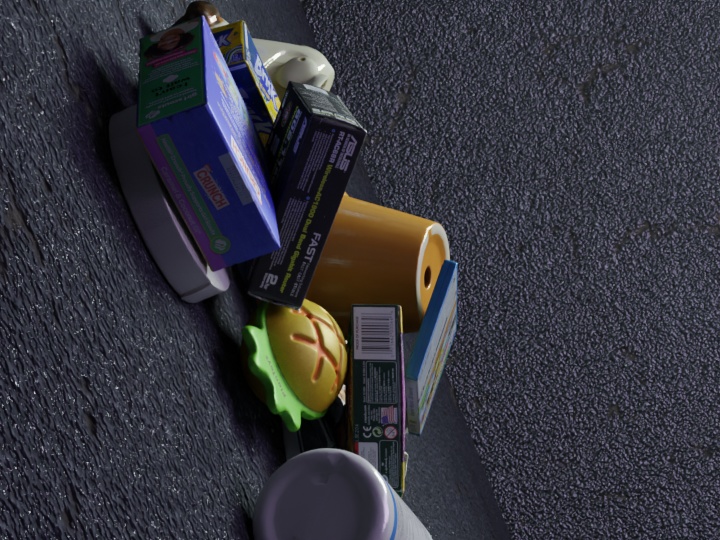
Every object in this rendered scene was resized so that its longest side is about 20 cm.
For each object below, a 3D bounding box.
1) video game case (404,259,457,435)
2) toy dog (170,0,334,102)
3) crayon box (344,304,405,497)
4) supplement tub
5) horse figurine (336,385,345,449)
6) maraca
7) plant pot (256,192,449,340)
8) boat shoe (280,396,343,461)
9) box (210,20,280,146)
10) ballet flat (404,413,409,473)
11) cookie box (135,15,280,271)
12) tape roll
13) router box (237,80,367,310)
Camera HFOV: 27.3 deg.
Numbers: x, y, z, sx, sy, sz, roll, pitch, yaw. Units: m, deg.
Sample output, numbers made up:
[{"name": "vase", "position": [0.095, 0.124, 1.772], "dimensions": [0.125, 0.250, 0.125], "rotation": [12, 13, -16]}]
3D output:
[{"name": "video game case", "position": [0.080, 0.091, 1.672], "dimensions": [0.200, 0.018, 0.143], "rotation": [82, 26, -66]}, {"name": "toy dog", "position": [-0.139, -0.239, 1.763], "dimensions": [0.140, 0.200, 0.194], "rotation": [114, 1, -57]}, {"name": "crayon box", "position": [0.012, 0.158, 1.600], "dimensions": [0.173, 0.058, 0.201], "rotation": [101, -10, -69]}, {"name": "supplement tub", "position": [-0.009, 0.257, 1.385], "dimensions": [0.200, 0.132, 0.132], "rotation": [58, 12, -58]}, {"name": "horse figurine", "position": [-0.034, 0.161, 1.792], "dimensions": [0.200, 0.050, 0.133], "rotation": [-109, -173, -68]}, {"name": "maraca", "position": [-0.073, 0.093, 1.519], "dimensions": [0.137, 0.107, 0.200], "rotation": [61, 16, -4]}, {"name": "plant pot", "position": [0.000, 0.000, 1.735], "dimensions": [0.200, 0.183, 0.201], "rotation": [4, 90, -69]}, {"name": "boat shoe", "position": [-0.052, 0.152, 1.640], "dimensions": [0.200, 0.068, 0.072], "rotation": [-102, 168, -54]}, {"name": "box", "position": [-0.126, -0.174, 1.612], "dimensions": [0.200, 0.070, 0.064], "rotation": [66, 13, -52]}, {"name": "ballet flat", "position": [0.029, 0.204, 1.761], "dimensions": [0.069, 0.069, 0.201], "rotation": [-82, -179, -77]}, {"name": "cookie box", "position": [-0.148, -0.125, 1.427], "dimensions": [0.200, 0.075, 0.171], "rotation": [-103, 170, -58]}, {"name": "tape roll", "position": [-0.183, -0.066, 1.444], "dimensions": [0.203, 0.037, 0.203], "rotation": [-23, 90, -84]}, {"name": "router box", "position": [-0.068, -0.080, 1.524], "dimensions": [0.150, 0.062, 0.201], "rotation": [-123, -129, -67]}]
